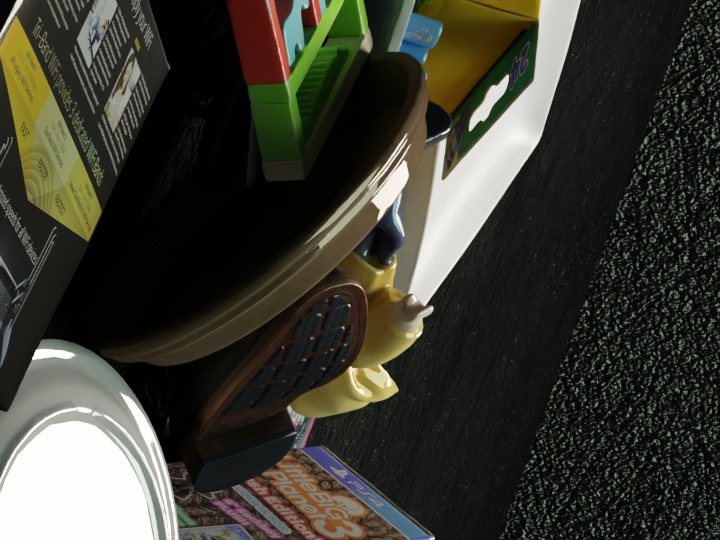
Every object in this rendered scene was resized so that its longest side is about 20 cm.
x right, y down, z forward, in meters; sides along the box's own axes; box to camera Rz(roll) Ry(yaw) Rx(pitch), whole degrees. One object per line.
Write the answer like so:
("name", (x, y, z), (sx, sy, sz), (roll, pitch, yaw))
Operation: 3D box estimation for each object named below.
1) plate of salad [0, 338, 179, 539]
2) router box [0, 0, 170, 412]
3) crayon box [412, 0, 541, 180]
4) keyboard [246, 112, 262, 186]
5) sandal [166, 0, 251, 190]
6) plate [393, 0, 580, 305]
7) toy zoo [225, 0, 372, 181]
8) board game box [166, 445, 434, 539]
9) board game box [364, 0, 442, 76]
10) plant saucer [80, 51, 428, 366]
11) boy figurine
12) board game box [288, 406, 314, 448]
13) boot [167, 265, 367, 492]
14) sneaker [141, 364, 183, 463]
("plate of salad", (-0.140, 0.131, 1.178), (0.200, 0.048, 0.202), (11, 77, -60))
("router box", (-0.135, -0.054, 0.987), (0.200, 0.052, 0.158), (80, 32, -70))
("crayon box", (0.053, -0.165, 1.393), (0.126, 0.051, 0.201), (132, -32, -60))
("keyboard", (-0.030, -0.126, 1.290), (0.056, 0.011, 0.201), (105, 1, -46))
("sandal", (-0.061, -0.114, 1.287), (0.076, 0.048, 0.201), (99, 4, -47))
("plate", (0.068, -0.088, 1.564), (0.200, 0.032, 0.201), (-53, 164, -38))
("toy zoo", (-0.035, -0.158, 1.190), (0.131, 0.020, 0.201), (-67, 150, -55))
("board game box", (-0.084, 0.188, 1.375), (0.199, 0.097, 0.160), (-4, 120, -44))
("board game box", (0.032, -0.206, 1.362), (0.200, 0.026, 0.201), (-119, -135, -69))
("plant saucer", (-0.044, -0.024, 1.242), (0.200, 0.030, 0.200), (-36, -161, 14))
("boy figurine", (0.000, 0.000, 1.382), (0.064, 0.124, 0.201), (-15, 131, -26))
("board game box", (-0.051, 0.037, 1.566), (0.148, 0.064, 0.201), (12, 100, -79))
("boot", (-0.059, 0.024, 1.286), (0.074, 0.097, 0.200), (-15, 158, -28))
("sneaker", (-0.090, 0.080, 1.445), (0.075, 0.080, 0.202), (7, 97, -64))
